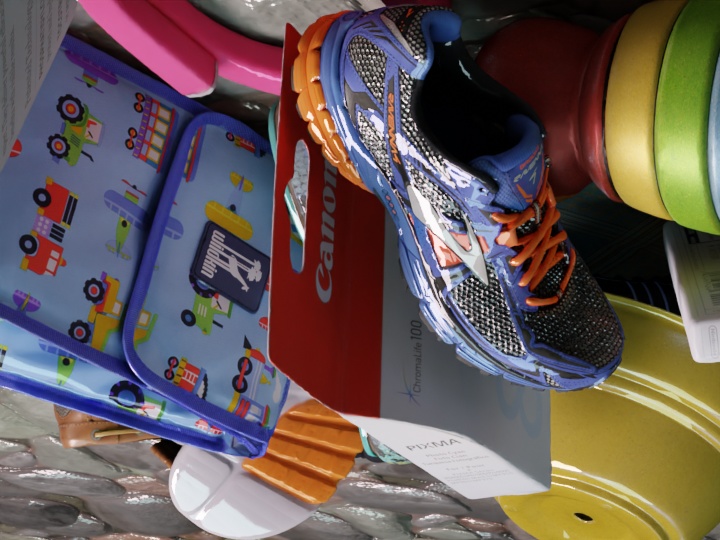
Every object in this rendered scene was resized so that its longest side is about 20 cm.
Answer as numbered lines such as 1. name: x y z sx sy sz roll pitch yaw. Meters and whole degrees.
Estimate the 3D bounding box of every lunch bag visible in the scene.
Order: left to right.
1. lunch bag: -0.105 -0.004 1.117 0.199 0.151 0.094 23 151 -21

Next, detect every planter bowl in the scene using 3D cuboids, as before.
1. planter bowl: 0.125 0.095 1.173 0.199 0.084 0.201 19 154 10

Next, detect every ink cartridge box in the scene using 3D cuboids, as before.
1. ink cartridge box: 0.027 -0.003 1.028 0.047 0.161 0.200 -9 154 26

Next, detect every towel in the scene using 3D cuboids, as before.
1. towel: 0.164 -0.023 1.190 0.199 0.022 0.147 16 155 -24

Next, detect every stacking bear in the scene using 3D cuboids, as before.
1. stacking bear: 0.140 -0.066 0.999 0.199 0.114 0.121 6 -161 25

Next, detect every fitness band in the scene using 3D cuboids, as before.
1. fitness band: -0.044 -0.125 0.999 0.143 0.038 0.200 -8 153 28

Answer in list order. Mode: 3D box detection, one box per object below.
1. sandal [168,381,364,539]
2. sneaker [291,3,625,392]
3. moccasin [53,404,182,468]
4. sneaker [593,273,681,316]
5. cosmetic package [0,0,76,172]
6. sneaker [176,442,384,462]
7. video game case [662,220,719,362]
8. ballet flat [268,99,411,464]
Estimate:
1. sandal: -0.019 0.051 1.199 0.079 0.207 0.059 42 176 -20
2. sneaker: 0.051 -0.029 0.973 0.078 0.075 0.200 -19 116 49
3. moccasin: -0.103 0.099 1.429 0.073 0.078 0.201 -10 163 39
4. sneaker: 0.159 0.032 1.213 0.199 0.078 0.070 23 157 0
5. cosmetic package: -0.217 -0.095 0.871 0.167 0.201 0.167 20 153 2
6. sneaker: -0.032 0.062 1.268 0.113 0.076 0.200 -9 161 33
7. video game case: 0.233 -0.003 1.038 0.181 0.024 0.200 -7 -168 6
8. ballet flat: 0.015 0.000 1.128 0.074 0.074 0.201 -7 114 27
